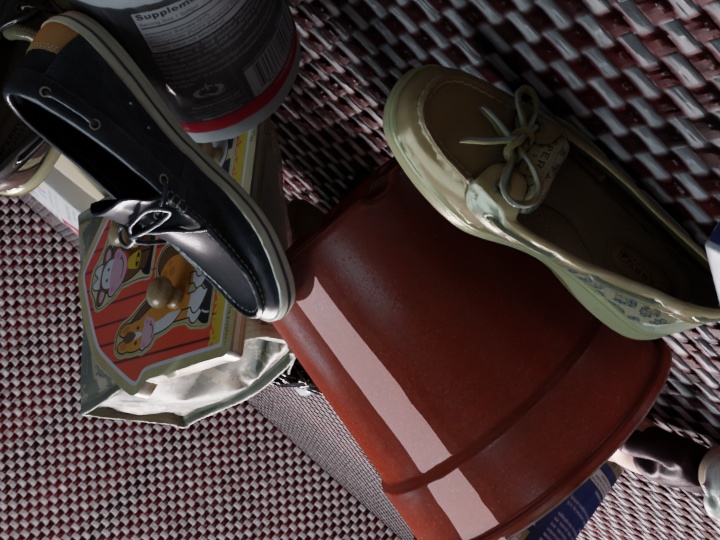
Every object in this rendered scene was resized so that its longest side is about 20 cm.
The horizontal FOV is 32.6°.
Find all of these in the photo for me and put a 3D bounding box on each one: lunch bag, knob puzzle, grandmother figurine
[{"bbox_3d":[-0.110,0.005,0.879,0.117,0.166,0.199,13,151,-39],"label":"lunch bag"},{"bbox_3d":[-0.138,-0.016,0.802,0.030,0.222,0.219,21,-179,-38],"label":"knob puzzle"},{"bbox_3d":[0.209,0.127,0.867,0.120,0.061,0.199,16,179,-34],"label":"grandmother figurine"}]

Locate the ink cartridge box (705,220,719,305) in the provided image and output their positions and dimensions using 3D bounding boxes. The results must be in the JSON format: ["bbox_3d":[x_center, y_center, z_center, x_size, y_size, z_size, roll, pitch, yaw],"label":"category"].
[{"bbox_3d":[0.260,0.068,0.555,0.196,0.043,0.200,29,161,39],"label":"ink cartridge box"}]

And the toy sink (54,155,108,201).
[{"bbox_3d":[-0.187,-0.144,0.912,0.112,0.131,0.200,36,165,16],"label":"toy sink"}]

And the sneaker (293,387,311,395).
[{"bbox_3d":[-0.067,0.026,1.126,0.131,0.079,0.200,48,-168,-15],"label":"sneaker"}]

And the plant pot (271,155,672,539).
[{"bbox_3d":[0.049,0.036,0.748,0.196,0.201,0.201,49,166,-6],"label":"plant pot"}]

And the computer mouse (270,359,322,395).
[{"bbox_3d":[-0.085,0.015,1.007,0.138,0.052,0.202,24,-138,-64],"label":"computer mouse"}]

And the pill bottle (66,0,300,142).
[{"bbox_3d":[-0.106,-0.165,0.659,0.110,0.111,0.200,34,165,24],"label":"pill bottle"}]

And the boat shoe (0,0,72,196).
[{"bbox_3d":[-0.181,-0.135,0.729,0.073,0.202,0.065,22,-173,-5],"label":"boat shoe"}]

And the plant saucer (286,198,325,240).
[{"bbox_3d":[-0.021,0.038,1.007,0.201,0.035,0.201,54,-161,-27],"label":"plant saucer"}]

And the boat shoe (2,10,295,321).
[{"bbox_3d":[-0.111,-0.042,0.653,0.200,0.062,0.074,51,151,-20],"label":"boat shoe"}]

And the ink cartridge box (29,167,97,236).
[{"bbox_3d":[-0.261,-0.141,1.091,0.200,0.145,0.145,41,167,-2],"label":"ink cartridge box"}]

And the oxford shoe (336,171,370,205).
[{"bbox_3d":[0.000,0.000,0.964,0.072,0.085,0.200,32,167,21],"label":"oxford shoe"}]

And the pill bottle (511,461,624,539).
[{"bbox_3d":[0.123,0.204,1.025,0.111,0.200,0.111,37,167,10],"label":"pill bottle"}]

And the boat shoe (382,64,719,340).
[{"bbox_3d":[0.101,-0.037,0.608,0.199,0.074,0.063,33,163,-17],"label":"boat shoe"}]
